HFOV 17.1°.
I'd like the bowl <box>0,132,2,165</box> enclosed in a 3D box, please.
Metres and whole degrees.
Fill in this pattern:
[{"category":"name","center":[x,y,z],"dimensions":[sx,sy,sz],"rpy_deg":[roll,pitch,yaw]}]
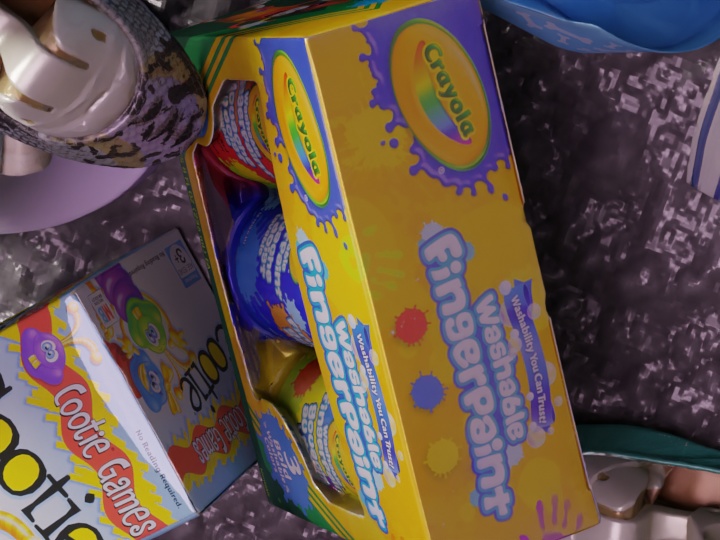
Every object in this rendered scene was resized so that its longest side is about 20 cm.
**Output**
[{"category":"bowl","center":[-0.243,-0.051,0.882],"dimensions":[0.200,0.105,0.202],"rpy_deg":[6,107,20]}]

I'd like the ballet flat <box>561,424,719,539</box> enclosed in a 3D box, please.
[{"category":"ballet flat","center":[0.127,0.100,0.931],"dimensions":[0.199,0.070,0.068],"rpy_deg":[7,95,19]}]

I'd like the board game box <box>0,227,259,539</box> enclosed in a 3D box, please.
[{"category":"board game box","center":[-0.150,0.080,1.012],"dimensions":[0.199,0.105,0.103],"rpy_deg":[-27,94,24]}]

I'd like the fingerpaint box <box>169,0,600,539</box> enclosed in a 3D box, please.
[{"category":"fingerpaint box","center":[0.000,0.000,0.899],"dimensions":[0.167,0.073,0.201],"rpy_deg":[13,119,65]}]

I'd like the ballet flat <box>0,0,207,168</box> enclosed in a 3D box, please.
[{"category":"ballet flat","center":[-0.133,-0.089,0.836],"dimensions":[0.200,0.072,0.072],"rpy_deg":[37,118,-27]}]

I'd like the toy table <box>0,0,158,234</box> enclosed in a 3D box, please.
[{"category":"toy table","center":[-0.186,-0.069,0.976],"dimensions":[0.199,0.117,0.185],"rpy_deg":[-7,103,23]}]

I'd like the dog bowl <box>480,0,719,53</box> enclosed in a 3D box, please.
[{"category":"dog bowl","center":[0.054,-0.145,0.845],"dimensions":[0.199,0.112,0.050],"rpy_deg":[24,161,-24]}]

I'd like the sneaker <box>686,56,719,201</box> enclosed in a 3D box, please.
[{"category":"sneaker","center":[0.202,-0.092,0.843],"dimensions":[0.115,0.081,0.200],"rpy_deg":[30,112,12]}]
